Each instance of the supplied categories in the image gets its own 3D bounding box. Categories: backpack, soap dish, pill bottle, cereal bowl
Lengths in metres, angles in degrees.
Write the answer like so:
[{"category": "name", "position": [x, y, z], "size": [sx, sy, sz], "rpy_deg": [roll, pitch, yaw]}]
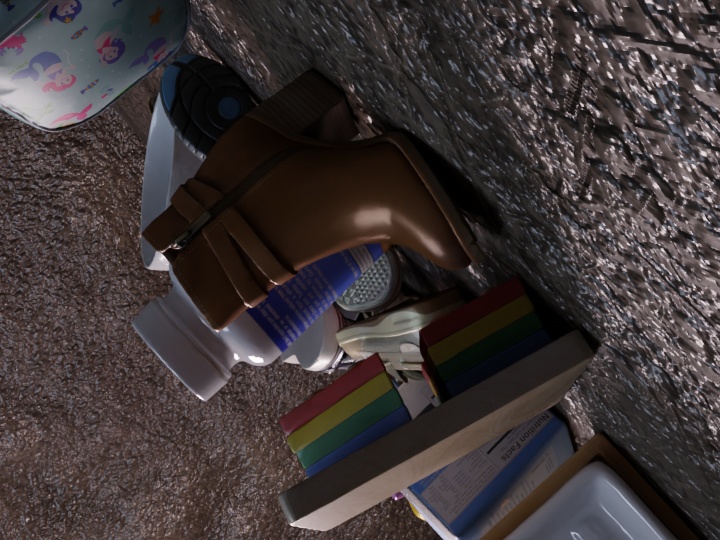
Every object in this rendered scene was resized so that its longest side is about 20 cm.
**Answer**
[{"category": "backpack", "position": [-0.198, -0.183, 0.693], "size": [0.151, 0.177, 0.200], "rpy_deg": [51, 178, 9]}, {"category": "soap dish", "position": [0.160, 0.240, 0.821], "size": [0.157, 0.200, 0.081], "rpy_deg": [46, -168, 2]}, {"category": "pill bottle", "position": [-0.074, -0.001, 0.826], "size": [0.112, 0.200, 0.112], "rpy_deg": [45, 173, 7]}, {"category": "cereal bowl", "position": [-0.181, -0.098, 1.175], "size": [0.082, 0.203, 0.200], "rpy_deg": [6, -173, -18]}]

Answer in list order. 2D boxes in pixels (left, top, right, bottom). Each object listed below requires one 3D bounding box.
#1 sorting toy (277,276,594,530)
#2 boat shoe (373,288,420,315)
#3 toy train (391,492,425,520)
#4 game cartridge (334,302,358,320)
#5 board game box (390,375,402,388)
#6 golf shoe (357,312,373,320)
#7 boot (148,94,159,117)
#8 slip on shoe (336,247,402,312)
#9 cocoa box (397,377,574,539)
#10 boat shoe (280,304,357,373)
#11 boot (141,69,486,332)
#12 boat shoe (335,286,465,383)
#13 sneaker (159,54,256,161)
[{"category": "sorting toy", "position": [0.038, 0.090, 0.713], "size": [0.070, 0.197, 0.200], "rpy_deg": [61, 177, 14]}, {"category": "boat shoe", "position": [0.037, 0.061, 1.047], "size": [0.074, 0.066, 0.200], "rpy_deg": [48, 174, -7]}, {"category": "toy train", "position": [0.113, 0.198, 1.116], "size": [0.199, 0.151, 0.056], "rpy_deg": [38, 160, 10]}, {"category": "game cartridge", "position": [-0.075, -0.001, 1.254], "size": [0.132, 0.041, 0.200], "rpy_deg": [17, -166, -27]}, {"category": "board game box", "position": [0.067, 0.150, 1.263], "size": [0.136, 0.034, 0.200], "rpy_deg": [47, -170, 6]}, {"category": "golf shoe", "position": [-0.014, 0.072, 1.409], "size": [0.092, 0.073, 0.201], "rpy_deg": [39, 169, 40]}, {"category": "boot", "position": [-0.201, -0.150, 1.386], "size": [0.174, 0.066, 0.201], "rpy_deg": [21, 156, 48]}, {"category": "slip on shoe", "position": [0.000, 0.000, 0.999], "size": [0.060, 0.075, 0.200], "rpy_deg": [13, 179, -20]}, {"category": "cocoa box", "position": [0.105, 0.173, 0.970], "size": [0.131, 0.133, 0.200], "rpy_deg": [42, 171, 31]}, {"category": "boat shoe", "position": [-0.019, 0.066, 1.095], "size": [0.091, 0.076, 0.200], "rpy_deg": [6, 177, -14]}, {"category": "boot", "position": [-0.035, -0.023, 0.648], "size": [0.200, 0.155, 0.077], "rpy_deg": [43, 172, 31]}, {"category": "boat shoe", "position": [0.036, 0.061, 0.889], "size": [0.066, 0.071, 0.200], "rpy_deg": [68, 157, 1]}, {"category": "sneaker", "position": [-0.102, -0.103, 0.965], "size": [0.200, 0.073, 0.082], "rpy_deg": [48, 174, 3]}]
